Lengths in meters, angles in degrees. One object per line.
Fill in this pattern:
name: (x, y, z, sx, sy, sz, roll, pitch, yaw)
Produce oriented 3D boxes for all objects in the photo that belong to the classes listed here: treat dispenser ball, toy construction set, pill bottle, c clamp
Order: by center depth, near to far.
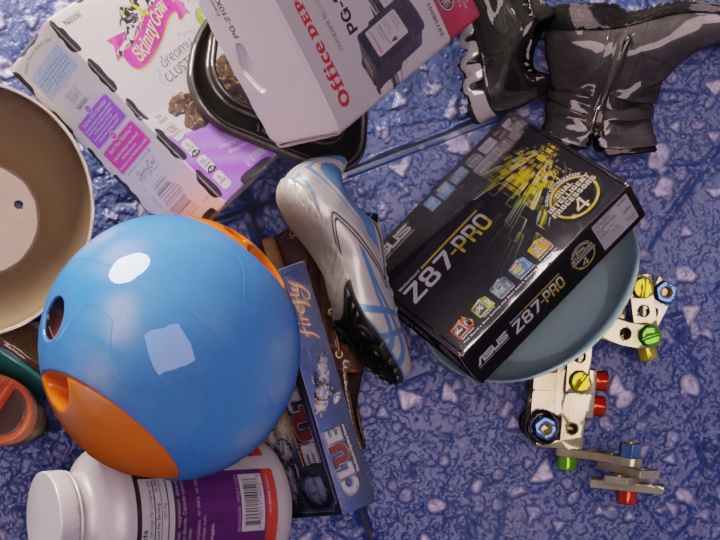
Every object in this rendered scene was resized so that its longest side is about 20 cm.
treat dispenser ball: (-0.144, 0.058, 1.346, 0.199, 0.201, 0.203, 0, 88, -6)
pill bottle: (-0.162, 0.195, 1.427, 0.198, 0.112, 0.114, 1, 88, -31)
c clamp: (-0.057, -0.165, 1.469, 0.199, 0.027, 0.173, 15, 63, -32)
toy construction set: (0.207, 0.100, 1.517, 0.130, 0.092, 0.202, 4, 77, -6)

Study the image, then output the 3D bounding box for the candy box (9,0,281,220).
candy box: (-0.156, -0.146, 1.447, 0.200, 0.071, 0.168, 45, 41, -3)

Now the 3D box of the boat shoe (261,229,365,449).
boat shoe: (-0.024, 0.057, 1.498, 0.070, 0.070, 0.202, -16, 90, -2)

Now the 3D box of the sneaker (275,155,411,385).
sneaker: (0.000, 0.000, 1.437, 0.072, 0.072, 0.201, -32, 108, -25)

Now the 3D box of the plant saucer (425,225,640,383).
plant saucer: (0.145, 0.016, 1.490, 0.201, 0.201, 0.039, -45, 135, -5)

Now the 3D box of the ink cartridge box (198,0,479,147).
ink cartridge box: (-0.015, -0.213, 1.422, 0.200, 0.084, 0.146, -43, 114, -36)

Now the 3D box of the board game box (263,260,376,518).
board game box: (-0.061, 0.102, 1.461, 0.034, 0.135, 0.202, -16, 89, -30)

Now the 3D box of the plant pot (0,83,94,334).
plant pot: (-0.312, -0.045, 1.441, 0.198, 0.134, 0.203, 0, 87, -5)

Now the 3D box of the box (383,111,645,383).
box: (0.114, -0.022, 1.477, 0.200, 0.161, 0.049, -45, 132, -6)

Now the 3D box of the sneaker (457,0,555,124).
sneaker: (0.120, -0.231, 1.516, 0.090, 0.066, 0.202, -9, 93, 18)

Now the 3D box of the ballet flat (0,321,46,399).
ballet flat: (-0.240, 0.086, 1.484, 0.199, 0.068, 0.073, 36, 65, -4)

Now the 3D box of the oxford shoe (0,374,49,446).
oxford shoe: (-0.350, 0.100, 1.468, 0.198, 0.073, 0.072, 23, 81, 15)

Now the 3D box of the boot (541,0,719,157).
boot: (0.253, -0.165, 1.545, 0.198, 0.070, 0.133, -1, 91, 5)
